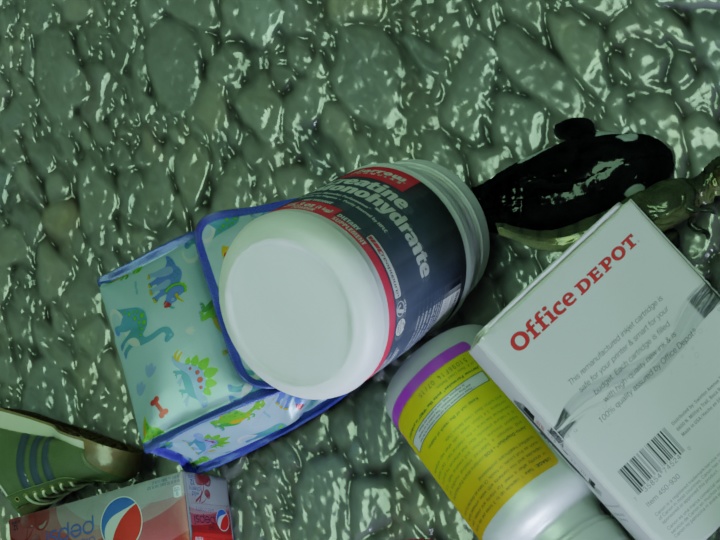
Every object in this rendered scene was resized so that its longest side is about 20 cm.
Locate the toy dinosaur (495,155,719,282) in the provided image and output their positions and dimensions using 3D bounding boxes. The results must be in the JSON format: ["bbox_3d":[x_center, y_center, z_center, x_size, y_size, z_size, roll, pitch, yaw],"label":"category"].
[{"bbox_3d":[0.207,-0.022,1.106,0.198,0.047,0.089,-18,74,10],"label":"toy dinosaur"}]

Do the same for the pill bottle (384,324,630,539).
[{"bbox_3d":[0.110,0.143,1.110,0.104,0.104,0.200,-46,60,15],"label":"pill bottle"}]

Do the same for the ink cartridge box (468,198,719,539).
[{"bbox_3d":[0.191,0.076,1.024,0.147,0.083,0.200,-41,84,-6],"label":"ink cartridge box"}]

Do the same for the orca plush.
[{"bbox_3d":[0.136,-0.075,1.158,0.198,0.071,0.106,6,83,32],"label":"orca plush"}]

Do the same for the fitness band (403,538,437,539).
[{"bbox_3d":[0.049,0.310,1.156,0.142,0.037,0.202,-10,76,26],"label":"fitness band"}]

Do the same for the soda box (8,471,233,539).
[{"bbox_3d":[-0.211,0.229,1.306,0.198,0.070,0.064,-19,70,27],"label":"soda box"}]

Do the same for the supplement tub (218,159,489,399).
[{"bbox_3d":[0.000,0.000,1.130,0.139,0.200,0.142,12,114,28],"label":"supplement tub"}]

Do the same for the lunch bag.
[{"bbox_3d":[-0.100,0.050,1.253,0.198,0.127,0.171,-24,65,10],"label":"lunch bag"}]

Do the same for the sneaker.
[{"bbox_3d":[-0.279,0.185,1.361,0.199,0.067,0.091,11,85,39],"label":"sneaker"}]
